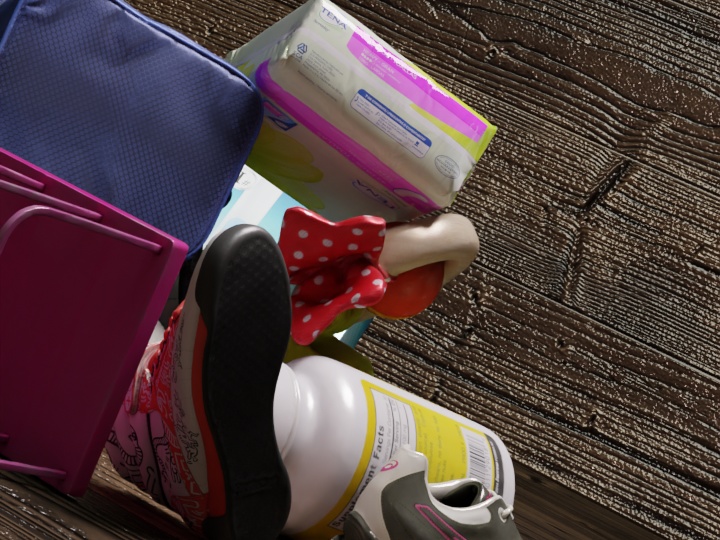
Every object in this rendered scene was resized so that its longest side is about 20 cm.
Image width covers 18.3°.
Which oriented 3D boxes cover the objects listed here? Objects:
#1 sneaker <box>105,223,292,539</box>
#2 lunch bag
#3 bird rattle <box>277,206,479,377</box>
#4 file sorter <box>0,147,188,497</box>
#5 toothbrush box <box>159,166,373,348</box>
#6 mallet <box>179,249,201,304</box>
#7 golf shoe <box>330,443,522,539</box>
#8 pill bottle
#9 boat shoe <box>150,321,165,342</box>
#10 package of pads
[{"bbox_3d":[-0.093,0.050,1.169,0.108,0.203,0.067,28,44,34],"label":"sneaker"},{"bbox_3d":[-0.164,-0.089,1.417,0.199,0.137,0.132,32,-11,-20],"label":"lunch bag"},{"bbox_3d":[0.000,0.000,1.449,0.113,0.162,0.200,61,-22,20],"label":"bird rattle"},{"bbox_3d":[-0.218,0.004,1.137,0.199,0.140,0.125,26,3,36],"label":"file sorter"},{"bbox_3d":[-0.080,0.032,1.608,0.146,0.200,0.086,29,-41,7],"label":"toothbrush box"},{"bbox_3d":[-0.116,0.025,1.490,0.041,0.201,0.066,-3,-42,1],"label":"mallet"},{"bbox_3d":[0.077,0.176,1.324,0.199,0.089,0.077,28,-3,-33],"label":"golf shoe"},{"bbox_3d":[-0.009,0.118,1.378,0.199,0.112,0.111,26,0,-35],"label":"pill bottle"},{"bbox_3d":[-0.160,0.054,1.342,0.074,0.060,0.200,46,11,-11],"label":"boat shoe"},{"bbox_3d":[-0.013,-0.095,1.478,0.154,0.068,0.200,36,-17,-15],"label":"package of pads"}]
